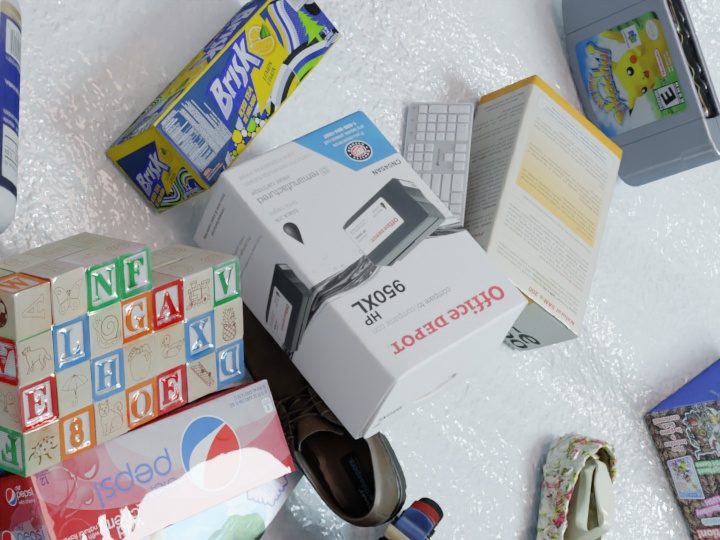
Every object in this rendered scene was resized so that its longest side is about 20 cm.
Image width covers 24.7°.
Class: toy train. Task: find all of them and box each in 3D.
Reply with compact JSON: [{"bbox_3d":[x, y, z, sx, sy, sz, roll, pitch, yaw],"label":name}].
[{"bbox_3d":[0.039,0.191,1.207,0.034,0.200,0.046,38,92,7],"label":"toy train"}]

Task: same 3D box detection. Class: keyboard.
[{"bbox_3d":[0.059,-0.049,1.368,0.011,0.056,0.201,53,40,-62],"label":"keyboard"}]

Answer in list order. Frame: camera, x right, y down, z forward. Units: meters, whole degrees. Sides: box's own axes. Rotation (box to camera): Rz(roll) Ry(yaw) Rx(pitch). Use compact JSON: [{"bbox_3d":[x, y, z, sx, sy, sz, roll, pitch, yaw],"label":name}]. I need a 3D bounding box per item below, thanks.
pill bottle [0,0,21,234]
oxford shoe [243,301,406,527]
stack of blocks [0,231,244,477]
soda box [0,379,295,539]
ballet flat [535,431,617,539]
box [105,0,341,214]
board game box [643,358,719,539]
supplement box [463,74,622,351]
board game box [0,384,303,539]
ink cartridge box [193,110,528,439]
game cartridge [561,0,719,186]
[{"bbox_3d":[-0.272,-0.080,1.031,0.115,0.115,0.201,11,70,-40],"label":"pill bottle"},{"bbox_3d":[-0.033,0.095,1.195,0.200,0.073,0.084,56,8,9],"label":"oxford shoe"},{"bbox_3d":[-0.160,0.038,1.039,0.200,0.058,0.116,-22,117,-50],"label":"stack of blocks"},{"bbox_3d":[-0.140,0.133,1.067,0.199,0.063,0.070,-20,92,-44],"label":"soda box"},{"bbox_3d":[0.183,0.231,1.390,0.075,0.064,0.201,21,65,-38],"label":"ballet flat"},{"bbox_3d":[-0.099,-0.134,1.234,0.064,0.070,0.200,50,50,-17],"label":"box"},{"bbox_3d":[0.381,0.190,1.558,0.159,0.097,0.201,-26,96,-43],"label":"board game box"},{"bbox_3d":[0.145,-0.049,1.429,0.126,0.073,0.201,37,56,-29],"label":"supplement box"},{"bbox_3d":[-0.154,0.140,1.125,0.200,0.041,0.200,51,50,-20],"label":"board game box"},{"bbox_3d":[0.000,0.000,1.192,0.144,0.084,0.200,-28,69,-36],"label":"ink cartridge box"},{"bbox_3d":[0.259,-0.183,1.530,0.040,0.133,0.201,-19,90,-36],"label":"game cartridge"}]
